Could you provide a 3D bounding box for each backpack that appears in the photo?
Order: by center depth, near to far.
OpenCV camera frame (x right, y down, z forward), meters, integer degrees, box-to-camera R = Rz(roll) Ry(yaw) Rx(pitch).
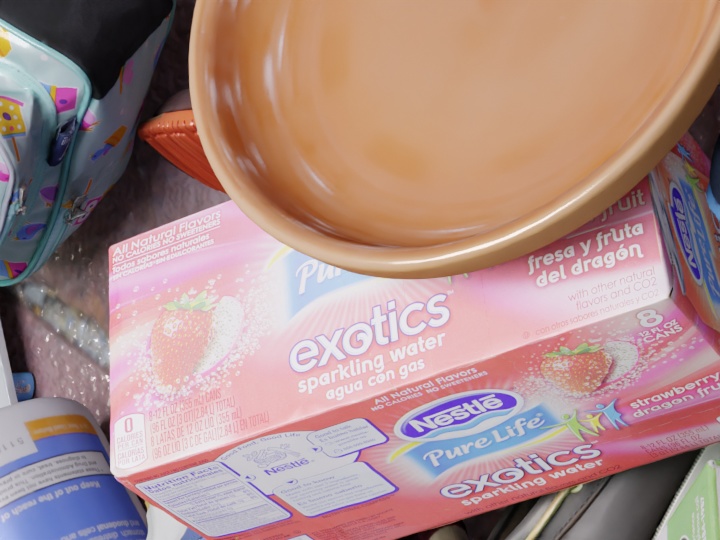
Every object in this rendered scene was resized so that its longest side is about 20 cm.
[{"bbox_3d":[-0.187,-0.081,0.997,0.176,0.154,0.200,28,150,4],"label":"backpack"}]

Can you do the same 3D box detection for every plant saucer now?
[{"bbox_3d":[0.037,-0.087,0.702,0.200,0.037,0.201,-15,60,27],"label":"plant saucer"}]

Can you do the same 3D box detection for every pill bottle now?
[{"bbox_3d":[-0.130,0.168,1.024,0.112,0.112,0.200,-47,63,34],"label":"pill bottle"}]

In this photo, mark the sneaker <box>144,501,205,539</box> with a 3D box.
[{"bbox_3d":[-0.048,0.132,0.887,0.088,0.075,0.200,35,133,26],"label":"sneaker"}]

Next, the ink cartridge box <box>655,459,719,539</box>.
[{"bbox_3d":[0.112,0.166,0.728,0.200,0.067,0.117,112,165,-51],"label":"ink cartridge box"}]

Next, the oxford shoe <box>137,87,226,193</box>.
[{"bbox_3d":[-0.021,-0.074,0.950,0.200,0.071,0.073,-4,57,49],"label":"oxford shoe"}]

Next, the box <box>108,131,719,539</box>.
[{"bbox_3d":[0.024,0.020,0.745,0.200,0.103,0.095,-20,56,22],"label":"box"}]

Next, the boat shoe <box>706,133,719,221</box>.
[{"bbox_3d":[0.204,-0.031,0.652,0.199,0.084,0.069,7,128,5],"label":"boat shoe"}]

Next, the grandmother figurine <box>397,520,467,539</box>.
[{"bbox_3d":[0.016,0.131,0.905,0.121,0.060,0.201,-31,59,42],"label":"grandmother figurine"}]

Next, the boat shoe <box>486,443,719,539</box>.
[{"bbox_3d":[0.107,0.033,0.789,0.202,0.060,0.072,-64,7,0],"label":"boat shoe"}]

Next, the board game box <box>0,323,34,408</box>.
[{"bbox_3d":[-0.251,0.014,1.179,0.200,0.026,0.201,-19,81,42],"label":"board game box"}]
